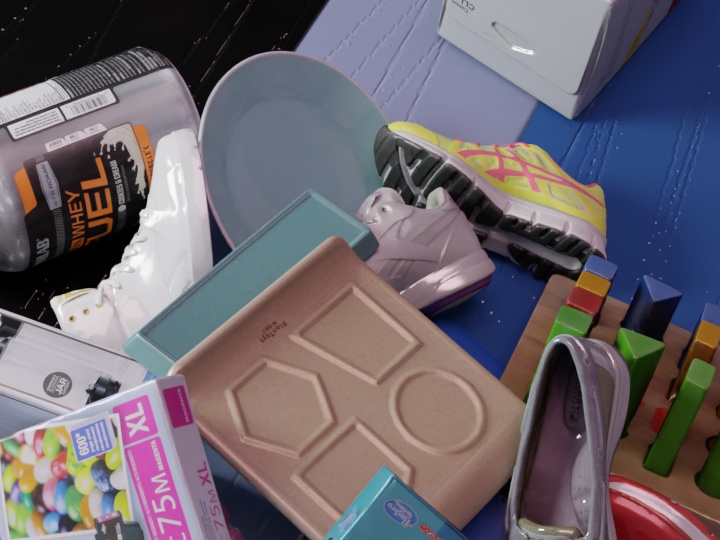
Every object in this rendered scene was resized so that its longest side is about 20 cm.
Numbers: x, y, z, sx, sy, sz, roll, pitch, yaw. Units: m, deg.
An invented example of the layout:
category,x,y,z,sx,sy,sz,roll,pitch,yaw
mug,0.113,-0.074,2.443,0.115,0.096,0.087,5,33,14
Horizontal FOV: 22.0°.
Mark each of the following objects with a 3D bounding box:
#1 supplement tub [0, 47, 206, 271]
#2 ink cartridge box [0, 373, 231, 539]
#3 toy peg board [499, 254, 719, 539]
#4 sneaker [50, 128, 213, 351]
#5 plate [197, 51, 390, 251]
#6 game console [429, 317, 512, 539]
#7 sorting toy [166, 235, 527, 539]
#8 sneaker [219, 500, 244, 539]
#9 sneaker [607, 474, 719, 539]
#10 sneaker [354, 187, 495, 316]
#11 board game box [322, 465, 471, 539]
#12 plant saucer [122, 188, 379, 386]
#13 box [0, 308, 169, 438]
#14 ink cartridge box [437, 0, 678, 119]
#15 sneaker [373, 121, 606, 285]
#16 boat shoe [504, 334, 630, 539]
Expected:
category,x,y,z,sx,sy,sz,roll,pitch,yaw
supplement tub,-0.220,-0.076,1.353,0.199,0.123,0.123,-24,62,-22
ink cartridge box,-0.181,0.153,1.159,0.042,0.199,0.121,-4,74,-63
toy peg board,0.212,0.065,1.300,0.198,0.098,0.199,24,36,7
sneaker,-0.161,0.002,1.298,0.114,0.074,0.203,-2,88,-7
plate,-0.043,-0.066,1.390,0.199,0.025,0.202,14,67,-35
game console,0.064,0.147,1.306,0.200,0.118,0.171,40,90,19
sorting toy,-0.003,0.094,1.203,0.200,0.037,0.185,44,54,9
sneaker,-0.088,0.241,1.187,0.088,0.080,0.201,-37,83,17
sneaker,0.197,0.234,1.207,0.200,0.078,0.116,43,62,-1
sneaker,0.000,0.000,1.341,0.199,0.075,0.100,-21,85,-32
board game box,0.009,0.243,1.101,0.151,0.047,0.200,41,86,-6
plant saucer,-0.070,0.011,1.254,0.070,0.019,0.200,34,52,18
box,-0.222,0.089,1.242,0.198,0.117,0.061,18,54,5
ink cartridge box,0.182,-0.259,1.529,0.145,0.145,0.200,33,58,14
sneaker,0.103,-0.066,1.427,0.199,0.078,0.091,28,52,-7
boat shoe,0.126,0.142,1.184,0.074,0.065,0.204,10,88,32
